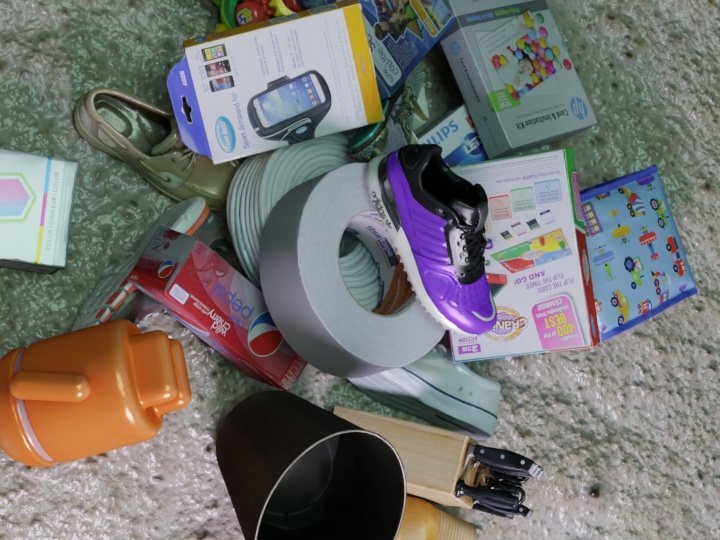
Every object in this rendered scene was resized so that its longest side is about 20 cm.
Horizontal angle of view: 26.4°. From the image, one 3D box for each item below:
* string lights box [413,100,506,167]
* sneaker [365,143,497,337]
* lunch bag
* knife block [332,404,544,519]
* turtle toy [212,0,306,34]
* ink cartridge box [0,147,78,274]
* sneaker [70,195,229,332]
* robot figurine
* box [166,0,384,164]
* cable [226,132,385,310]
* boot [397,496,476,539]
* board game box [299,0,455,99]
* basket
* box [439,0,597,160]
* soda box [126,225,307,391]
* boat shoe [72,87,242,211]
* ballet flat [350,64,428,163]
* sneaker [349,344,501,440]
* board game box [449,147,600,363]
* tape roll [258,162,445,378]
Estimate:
[{"bbox_3d":[0.125,-0.068,1.656,0.103,0.059,0.201,-38,99,-21],"label":"string lights box"},{"bbox_3d":[0.088,-0.032,1.454,0.070,0.099,0.201,-40,103,-48],"label":"sneaker"},{"bbox_3d":[0.265,-0.014,1.648,0.199,0.093,0.152,-21,92,-53],"label":"lunch bag"},{"bbox_3d":[0.079,0.193,1.540,0.198,0.175,0.065,23,74,-19],"label":"knife block"},{"bbox_3d":[-0.094,-0.278,1.563,0.199,0.101,0.147,27,74,-13],"label":"turtle toy"},{"bbox_3d":[-0.372,-0.064,1.440,0.198,0.059,0.105,9,80,-22],"label":"ink cartridge box"},{"bbox_3d":[-0.198,0.021,1.499,0.200,0.077,0.082,-49,114,-17],"label":"sneaker"},{"bbox_3d":[-0.258,0.113,1.405,0.198,0.144,0.118,-16,112,9],"label":"robot figurine"},{"bbox_3d":[-0.085,-0.181,1.487,0.198,0.042,0.120,-14,110,-3],"label":"box"},{"bbox_3d":[-0.040,-0.042,1.552,0.199,0.069,0.202,-1,78,-41],"label":"cable"},{"bbox_3d":[0.034,0.332,1.569,0.143,0.071,0.203,16,75,-14],"label":"boot"},{"bbox_3d":[0.000,-0.290,1.542,0.201,0.034,0.136,54,55,-21],"label":"board game box"},{"bbox_3d":[-0.060,0.200,1.452,0.135,0.200,0.182,22,96,-24],"label":"basket"},{"bbox_3d":[0.162,-0.232,1.668,0.155,0.041,0.202,-18,85,-42],"label":"box"},{"bbox_3d":[-0.131,0.040,1.483,0.200,0.070,0.064,43,71,-41],"label":"soda box"},{"bbox_3d":[-0.189,-0.121,1.523,0.199,0.065,0.073,30,73,-17],"label":"boat shoe"},{"bbox_3d":[0.036,-0.161,1.596,0.072,0.072,0.201,36,38,-15],"label":"ballet flat"},{"bbox_3d":[0.063,0.111,1.608,0.199,0.073,0.071,29,64,-27],"label":"sneaker"},{"bbox_3d":[0.155,-0.014,1.565,0.040,0.151,0.202,-13,96,-68],"label":"board game box"},{"bbox_3d":[0.000,0.000,1.485,0.199,0.066,0.203,12,70,-36],"label":"tape roll"}]
